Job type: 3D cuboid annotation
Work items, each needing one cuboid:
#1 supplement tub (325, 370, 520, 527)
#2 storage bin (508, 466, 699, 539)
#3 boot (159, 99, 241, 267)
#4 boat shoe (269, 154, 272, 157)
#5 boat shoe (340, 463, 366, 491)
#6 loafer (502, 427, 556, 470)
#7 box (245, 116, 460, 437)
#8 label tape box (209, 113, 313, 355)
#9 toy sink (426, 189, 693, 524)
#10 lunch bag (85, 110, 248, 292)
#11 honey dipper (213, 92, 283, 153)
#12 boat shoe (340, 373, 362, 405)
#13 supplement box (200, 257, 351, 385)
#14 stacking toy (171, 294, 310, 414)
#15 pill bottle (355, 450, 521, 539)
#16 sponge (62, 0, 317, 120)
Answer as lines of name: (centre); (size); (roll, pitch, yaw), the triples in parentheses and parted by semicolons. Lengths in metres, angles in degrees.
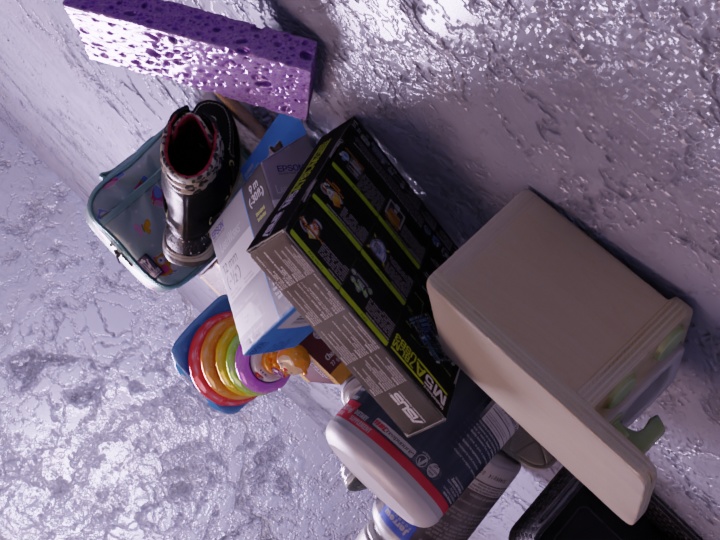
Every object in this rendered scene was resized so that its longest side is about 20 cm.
supplement tub: (0.077, 0.132, 1.024); (0.140, 0.200, 0.140); (41, 166, 12)
storage bin: (0.274, 0.309, 1.124); (0.200, 0.135, 0.094); (43, 167, 2)
boot: (-0.160, -0.125, 1.082); (0.073, 0.204, 0.154); (8, 149, -4)
boat shoe: (-0.032, -0.045, 1.123); (0.200, 0.060, 0.076); (47, 139, -13)
boat shoe: (0.042, 0.179, 1.284); (0.065, 0.202, 0.074); (38, -178, 34)
loafer: (0.139, 0.154, 1.210); (0.200, 0.072, 0.063); (41, 175, -1)
box: (0.016, -0.001, 0.859); (0.047, 0.193, 0.200); (-28, 112, 33)
label tape box: (-0.085, -0.039, 0.996); (0.143, 0.066, 0.200); (-42, 62, 53)
toy sink: (0.159, 0.060, 0.753); (0.200, 0.112, 0.130); (43, 168, 26)
lunch bag: (-0.220, -0.082, 1.252); (0.160, 0.200, 0.077); (49, 164, -13)
honey dipper: (-0.104, -0.147, 1.082); (0.200, 0.038, 0.038); (46, 168, 9)
boat shoe: (0.068, 0.135, 1.143); (0.065, 0.199, 0.074); (-48, -54, -65)
supplement box: (-0.069, 0.022, 1.268); (0.197, 0.133, 0.200); (45, 167, -6)
stacking toy: (-0.110, 0.097, 1.153); (0.116, 0.110, 0.200); (51, 154, -20)
pill bottle: (0.085, 0.269, 1.231); (0.114, 0.200, 0.114); (33, -167, -8)
sponge: (-0.135, -0.180, 0.869); (0.199, 0.030, 0.112); (15, 168, -2)
